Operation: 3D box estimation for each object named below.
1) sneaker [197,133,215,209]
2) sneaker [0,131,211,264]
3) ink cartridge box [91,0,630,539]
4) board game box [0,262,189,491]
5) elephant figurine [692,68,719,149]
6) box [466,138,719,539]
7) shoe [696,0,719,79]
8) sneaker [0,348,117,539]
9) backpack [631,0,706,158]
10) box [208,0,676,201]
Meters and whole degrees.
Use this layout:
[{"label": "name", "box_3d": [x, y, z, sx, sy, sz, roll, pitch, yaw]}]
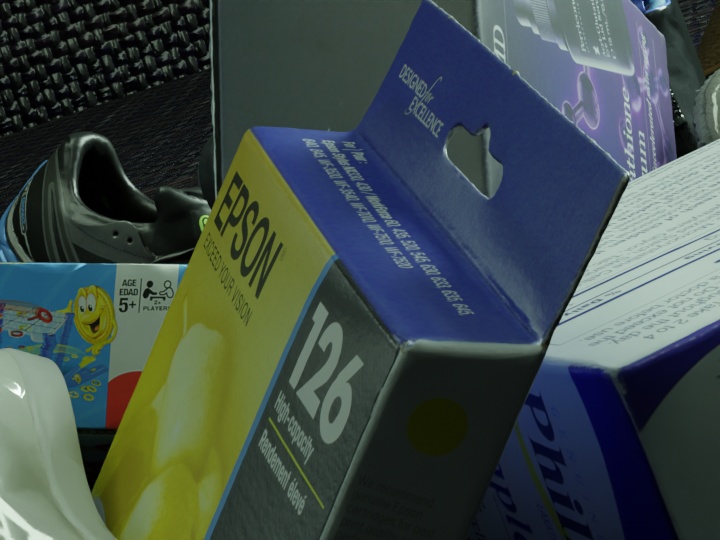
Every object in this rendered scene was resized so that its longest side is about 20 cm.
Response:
[{"label": "sneaker", "box_3d": [0.000, 0.000, 1.067, 0.199, 0.075, 0.087, 23, -31, -34]}, {"label": "sneaker", "box_3d": [-0.069, 0.012, 1.052, 0.199, 0.083, 0.071, 39, 21, 27]}, {"label": "ink cartridge box", "box_3d": [-0.014, 0.032, 0.698, 0.047, 0.201, 0.198, 17, 13, -18]}, {"label": "board game box", "box_3d": [-0.131, 0.044, 0.917, 0.195, 0.056, 0.200, 0, -12, 10]}, {"label": "elephant figurine", "box_3d": [0.184, -0.038, 0.965, 0.199, 0.142, 0.155, -31, -24, 15]}, {"label": "box", "box_3d": [0.111, 0.034, 0.748, 0.183, 0.105, 0.200, -25, 11, -22]}, {"label": "shoe", "box_3d": [0.236, -0.130, 1.549, 0.053, 0.070, 0.200, 24, 6, -3]}, {"label": "sneaker", "box_3d": [-0.112, 0.084, 0.711, 0.084, 0.073, 0.200, 19, 21, -30]}, {"label": "backpack", "box_3d": [0.078, -0.083, 1.348, 0.199, 0.135, 0.183, -20, 9, 11]}, {"label": "box", "box_3d": [0.036, -0.044, 0.937, 0.104, 0.149, 0.200, -11, -21, 24]}]
